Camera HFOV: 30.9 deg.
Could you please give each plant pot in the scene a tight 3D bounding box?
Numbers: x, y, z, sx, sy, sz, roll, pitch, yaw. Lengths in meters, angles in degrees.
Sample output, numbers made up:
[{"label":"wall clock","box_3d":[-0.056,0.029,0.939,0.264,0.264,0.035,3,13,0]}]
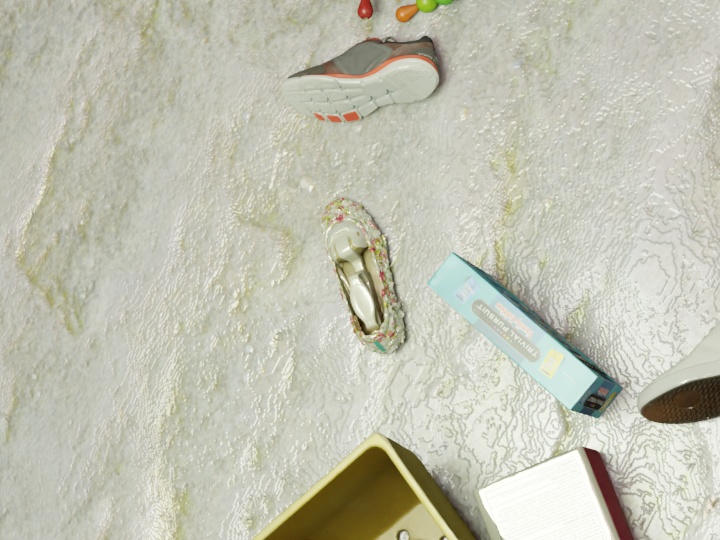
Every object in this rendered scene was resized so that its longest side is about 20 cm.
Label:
[{"label":"plant pot","box_3d":[0.035,0.308,1.359,0.194,0.200,0.196,-41,70,9]}]

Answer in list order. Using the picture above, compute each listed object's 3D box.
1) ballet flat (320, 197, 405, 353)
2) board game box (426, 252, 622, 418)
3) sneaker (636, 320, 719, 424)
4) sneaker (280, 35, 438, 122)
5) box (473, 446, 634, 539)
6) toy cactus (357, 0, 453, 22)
[{"label":"ballet flat","box_3d":[0.000,0.000,1.502,0.075,0.064,0.201,-27,71,15]},{"label":"board game box","box_3d":[0.175,0.071,1.375,0.200,0.151,0.047,42,97,22]},{"label":"sneaker","box_3d":[0.377,0.092,1.353,0.199,0.073,0.085,-29,38,21]},{"label":"sneaker","box_3d":[0.003,-0.235,1.553,0.198,0.077,0.082,-5,52,19]},{"label":"box","box_3d":[0.218,0.298,1.341,0.127,0.109,0.202,-24,73,14]},{"label":"toy cactus","box_3d":[0.077,-0.387,1.536,0.199,0.102,0.166,-20,64,25]}]
